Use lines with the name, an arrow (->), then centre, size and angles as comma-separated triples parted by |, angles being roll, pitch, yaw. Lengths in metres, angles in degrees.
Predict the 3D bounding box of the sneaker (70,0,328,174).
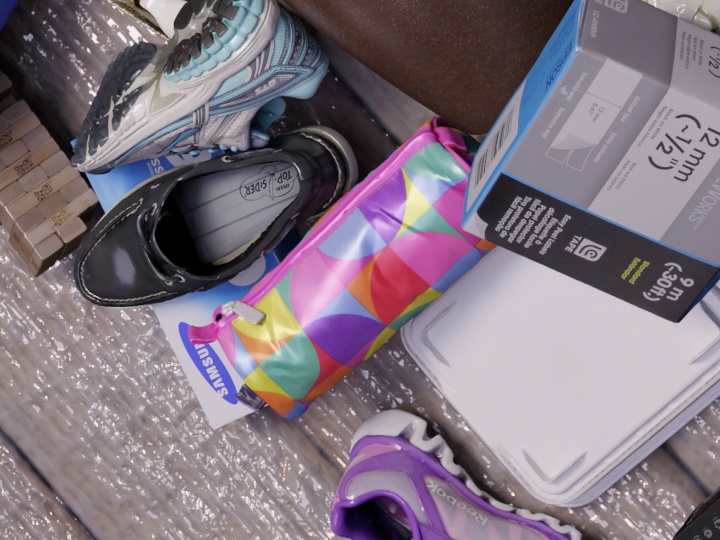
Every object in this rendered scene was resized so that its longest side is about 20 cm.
sneaker -> -0.095, -0.091, 1.266 | 0.086, 0.078, 0.200 | 32, 145, -24

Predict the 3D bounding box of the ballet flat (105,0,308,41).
ballet flat -> -0.118, -0.170, 1.316 | 0.200, 0.075, 0.068 | 35, 113, 11

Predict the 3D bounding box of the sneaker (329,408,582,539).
sneaker -> 0.061, 0.172, 1.313 | 0.200, 0.088, 0.081 | 35, 126, 11

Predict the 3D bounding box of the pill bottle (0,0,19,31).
pill bottle -> -0.259, -0.175, 1.309 | 0.112, 0.112, 0.201 | 22, 73, 15

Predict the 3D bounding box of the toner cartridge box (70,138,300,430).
toner cartridge box -> -0.090, -0.013, 1.359 | 0.095, 0.043, 0.201 | -26, 92, 25

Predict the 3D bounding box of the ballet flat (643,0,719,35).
ballet flat -> 0.205, -0.121, 1.202 | 0.200, 0.069, 0.069 | 44, 114, 1

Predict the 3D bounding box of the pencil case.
pencil case -> 0.000, 0.000, 1.269 | 0.200, 0.088, 0.088 | -41, 86, 11

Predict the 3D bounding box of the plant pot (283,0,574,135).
plant pot -> 0.036, -0.180, 1.210 | 0.186, 0.187, 0.200 | -33, 104, 25

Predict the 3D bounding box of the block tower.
block tower -> -0.240, -0.094, 1.382 | 0.054, 0.058, 0.200 | -36, 88, -19

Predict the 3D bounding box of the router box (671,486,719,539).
router box -> 0.296, 0.139, 1.232 | 0.150, 0.062, 0.200 | 47, 114, 6

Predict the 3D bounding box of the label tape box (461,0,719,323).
label tape box -> 0.173, -0.047, 1.163 | 0.199, 0.066, 0.144 | 24, 133, -8

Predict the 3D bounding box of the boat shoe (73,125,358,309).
boat shoe -> -0.097, -0.025, 1.299 | 0.198, 0.066, 0.075 | -19, 96, 23

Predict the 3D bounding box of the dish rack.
dish rack -> 0.126, 0.033, 1.286 | 0.172, 0.044, 0.200 | 48, 115, 4
